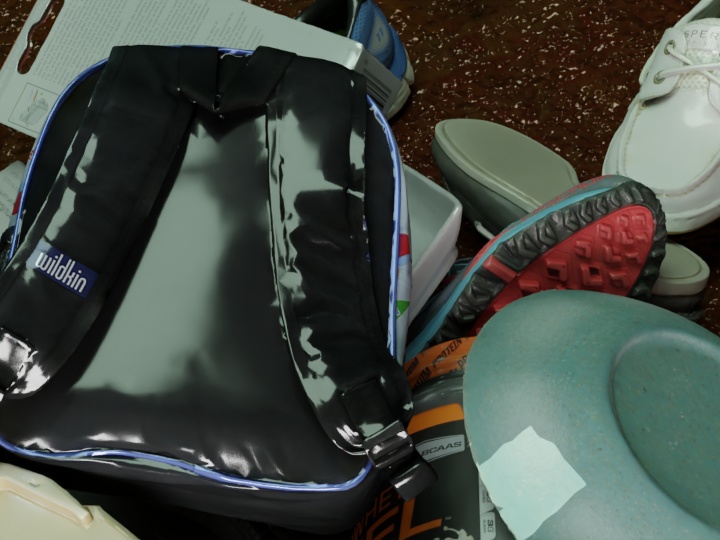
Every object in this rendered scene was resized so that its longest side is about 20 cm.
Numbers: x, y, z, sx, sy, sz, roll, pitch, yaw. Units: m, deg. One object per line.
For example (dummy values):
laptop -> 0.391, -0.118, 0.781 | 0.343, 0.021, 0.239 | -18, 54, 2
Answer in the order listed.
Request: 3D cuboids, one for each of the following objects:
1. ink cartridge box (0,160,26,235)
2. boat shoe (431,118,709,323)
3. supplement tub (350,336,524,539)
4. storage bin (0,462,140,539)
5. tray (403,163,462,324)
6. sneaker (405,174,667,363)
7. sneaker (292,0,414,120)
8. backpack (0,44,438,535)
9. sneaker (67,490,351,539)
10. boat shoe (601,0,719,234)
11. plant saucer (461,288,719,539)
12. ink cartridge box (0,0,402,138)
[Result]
ink cartridge box -> -0.216, 0.046, 1.363 | 0.200, 0.068, 0.116 | -37, 46, -15
boat shoe -> 0.092, -0.013, 1.313 | 0.067, 0.057, 0.200 | -4, 28, -34
supplement tub -> 0.056, 0.132, 1.137 | 0.122, 0.123, 0.200 | -11, 44, 10
storage bin -> -0.153, 0.210, 1.082 | 0.199, 0.200, 0.094 | -40, 48, -19
tray -> 0.000, 0.000, 1.283 | 0.107, 0.022, 0.200 | -54, 16, 1
sneaker -> 0.053, 0.014, 1.245 | 0.200, 0.079, 0.096 | -41, 32, 19
sneaker -> -0.066, -0.084, 1.418 | 0.200, 0.089, 0.079 | -41, 46, -17
backpack -> -0.061, 0.006, 1.122 | 0.200, 0.154, 0.191 | 10, 75, -3
sneaker -> -0.066, 0.130, 1.225 | 0.200, 0.091, 0.076 | 32, 25, 20
boat shoe -> 0.168, -0.094, 1.324 | 0.071, 0.069, 0.200 | 14, 41, 16
plant saucer -> 0.136, 0.078, 1.125 | 0.039, 0.201, 0.201 | -50, 28, 39
ink cartridge box -> -0.089, -0.086, 1.356 | 0.200, 0.050, 0.109 | 23, 82, 33
